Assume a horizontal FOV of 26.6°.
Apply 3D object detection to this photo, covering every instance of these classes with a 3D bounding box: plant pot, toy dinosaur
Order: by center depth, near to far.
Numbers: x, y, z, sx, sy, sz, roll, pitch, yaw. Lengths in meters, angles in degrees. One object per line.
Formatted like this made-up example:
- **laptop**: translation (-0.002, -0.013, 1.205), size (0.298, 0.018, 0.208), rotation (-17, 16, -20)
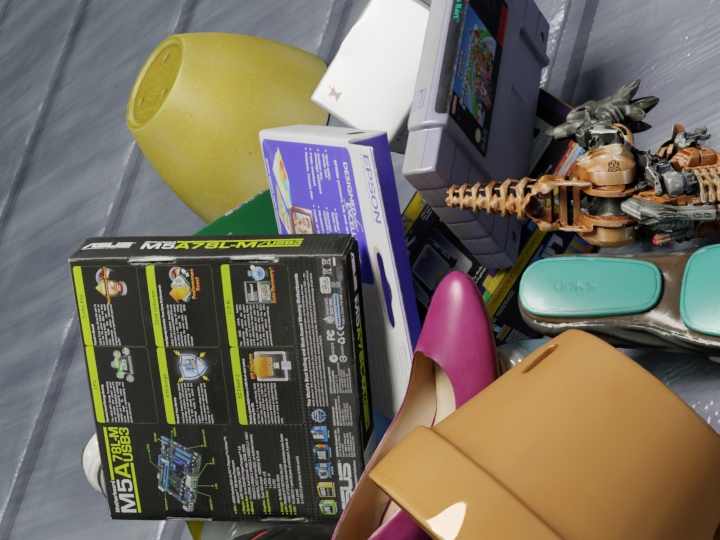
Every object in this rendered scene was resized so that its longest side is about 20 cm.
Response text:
- **plant pot**: translation (0.121, 0.129, 0.841), size (0.140, 0.200, 0.200), rotation (-48, 30, -7)
- **toy dinosaur**: translation (0.159, -0.056, 0.933), size (0.136, 0.198, 0.103), rotation (-79, 7, -71)
- **plant pot**: translation (-0.143, -0.152, 1.488), size (0.199, 0.141, 0.202), rotation (-36, 41, 38)

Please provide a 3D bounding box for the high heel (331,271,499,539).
- **high heel**: translation (0.028, 0.101, 0.929), size (0.067, 0.095, 0.203), rotation (23, 113, 58)

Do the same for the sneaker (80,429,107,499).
- **sneaker**: translation (-0.121, 0.102, 1.140), size (0.201, 0.074, 0.079), rotation (-51, 43, 3)

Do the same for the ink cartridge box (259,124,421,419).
- **ink cartridge box**: translation (0.000, 0.000, 1.064), size (0.200, 0.043, 0.201), rotation (19, 122, 65)

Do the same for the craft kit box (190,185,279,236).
- **craft kit box**: translation (-0.111, 0.001, 1.271), size (0.199, 0.049, 0.198), rotation (-35, -11, -42)

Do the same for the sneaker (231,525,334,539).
- **sneaker**: translation (-0.011, 0.232, 1.000), size (0.198, 0.074, 0.088), rotation (16, 101, 27)

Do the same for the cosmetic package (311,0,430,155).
- **cosmetic package**: translation (0.046, -0.143, 1.145), size (0.071, 0.200, 0.102), rotation (35, 101, 15)

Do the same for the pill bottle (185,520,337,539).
- **pill bottle**: translation (-0.079, 0.177, 1.169), size (0.115, 0.114, 0.200), rotation (-56, 31, 11)

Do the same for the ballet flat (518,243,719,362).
- **ballet flat**: translation (0.191, 0.021, 0.900), size (0.198, 0.068, 0.069), rotation (4, 65, 31)

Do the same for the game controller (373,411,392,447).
- **game controller**: translation (0.012, 0.111, 1.150), size (0.105, 0.042, 0.200), rotation (-54, 32, 16)

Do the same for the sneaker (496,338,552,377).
- **sneaker**: translation (0.093, 0.125, 1.003), size (0.074, 0.081, 0.201), rotation (55, 138, 30)

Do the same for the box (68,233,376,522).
- **box**: translation (-0.090, 0.076, 1.036), size (0.048, 0.190, 0.203), rotation (-61, -33, -65)

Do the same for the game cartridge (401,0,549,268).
- **game cartridge**: translation (0.082, -0.120, 1.022), size (0.038, 0.130, 0.202), rotation (-4, 60, 27)

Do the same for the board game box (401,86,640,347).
- **board game box**: translation (0.100, -0.034, 1.109), size (0.201, 0.056, 0.165), rotation (-57, 29, 9)
